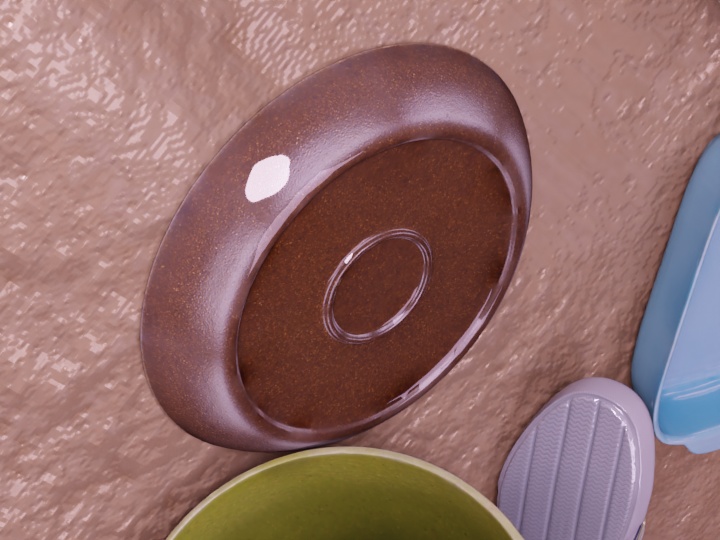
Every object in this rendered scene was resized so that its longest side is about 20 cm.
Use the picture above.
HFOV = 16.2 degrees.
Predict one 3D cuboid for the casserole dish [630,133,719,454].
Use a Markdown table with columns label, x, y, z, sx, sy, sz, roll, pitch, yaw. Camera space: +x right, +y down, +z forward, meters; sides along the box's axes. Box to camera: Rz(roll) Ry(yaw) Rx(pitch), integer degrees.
| label | x | y | z | sx | sy | sz | roll | pitch | yaw |
| --- | --- | --- | --- | --- | --- | --- | --- | --- | --- |
| casserole dish | 0.189 | -0.001 | 1.226 | 0.121 | 0.039 | 0.201 | -12 | 129 | -36 |

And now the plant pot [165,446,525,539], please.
| label | x | y | z | sx | sy | sz | roll | pitch | yaw |
| --- | --- | --- | --- | --- | --- | --- | --- | --- | --- |
| plant pot | 0.006 | 0.200 | 1.130 | 0.187 | 0.187 | 0.200 | -41 | 157 | -8 |

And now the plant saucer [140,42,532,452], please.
| label | x | y | z | sx | sy | sz | roll | pitch | yaw |
| --- | --- | --- | --- | --- | --- | --- | --- | --- | --- |
| plant saucer | 0.000 | 0.000 | 1.054 | 0.200 | 0.032 | 0.201 | -24 | 135 | -27 |

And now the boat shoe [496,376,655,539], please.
| label | x | y | z | sx | sy | sz | roll | pitch | yaw |
| --- | --- | --- | --- | --- | --- | --- | --- | --- | --- |
| boat shoe | 0.105 | 0.126 | 1.245 | 0.062 | 0.072 | 0.201 | -43 | 153 | -48 |

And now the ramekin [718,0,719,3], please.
| label | x | y | z | sx | sy | sz | roll | pitch | yaw |
| --- | --- | --- | --- | --- | --- | --- | --- | --- | --- |
| ramekin | 0.206 | -0.137 | 1.005 | 0.097 | 0.200 | 0.200 | -32 | 140 | -7 |
